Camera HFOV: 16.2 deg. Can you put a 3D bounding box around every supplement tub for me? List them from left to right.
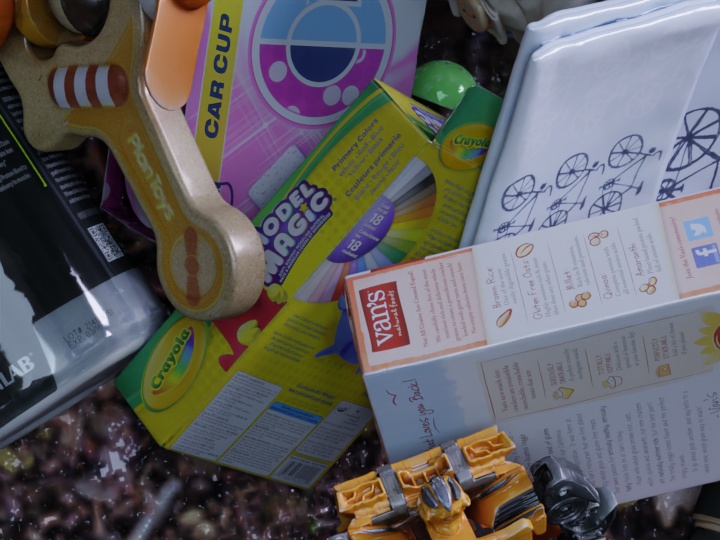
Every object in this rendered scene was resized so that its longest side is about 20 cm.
[{"bbox_3d":[-0.183,-0.025,1.090,0.122,0.123,0.200,-32,88,-9],"label":"supplement tub"}]

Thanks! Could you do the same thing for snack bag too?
[{"bbox_3d":[0.129,-0.049,1.085,0.200,0.189,0.021,-17,51,-31],"label":"snack bag"}]

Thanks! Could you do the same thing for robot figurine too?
[{"bbox_3d":[0.035,0.136,1.059,0.145,0.200,0.058,-20,55,-9],"label":"robot figurine"}]

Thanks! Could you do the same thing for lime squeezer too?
[{"bbox_3d":[0.038,-0.049,1.160,0.071,0.038,0.200,-39,90,-9],"label":"lime squeezer"}]

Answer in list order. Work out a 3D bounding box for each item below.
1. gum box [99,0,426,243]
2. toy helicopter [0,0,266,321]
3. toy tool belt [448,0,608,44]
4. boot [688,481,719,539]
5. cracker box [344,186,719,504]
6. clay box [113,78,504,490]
[{"bbox_3d":[-0.036,-0.113,1.089,0.113,0.066,0.201,-1,107,-34],"label":"gum box"},{"bbox_3d":[-0.086,-0.075,1.020,0.079,0.132,0.200,-11,70,-51],"label":"toy helicopter"},{"bbox_3d":[0.120,-0.162,1.078,0.200,0.125,0.123,-40,119,-21],"label":"toy tool belt"},{"bbox_3d":[0.230,0.189,1.142,0.199,0.077,0.139,19,86,10],"label":"boot"},{"bbox_3d":[0.103,0.039,1.060,0.199,0.134,0.058,-14,51,2],"label":"cracker box"},{"bbox_3d":[0.000,0.000,1.078,0.200,0.115,0.048,-49,57,11],"label":"clay box"}]
